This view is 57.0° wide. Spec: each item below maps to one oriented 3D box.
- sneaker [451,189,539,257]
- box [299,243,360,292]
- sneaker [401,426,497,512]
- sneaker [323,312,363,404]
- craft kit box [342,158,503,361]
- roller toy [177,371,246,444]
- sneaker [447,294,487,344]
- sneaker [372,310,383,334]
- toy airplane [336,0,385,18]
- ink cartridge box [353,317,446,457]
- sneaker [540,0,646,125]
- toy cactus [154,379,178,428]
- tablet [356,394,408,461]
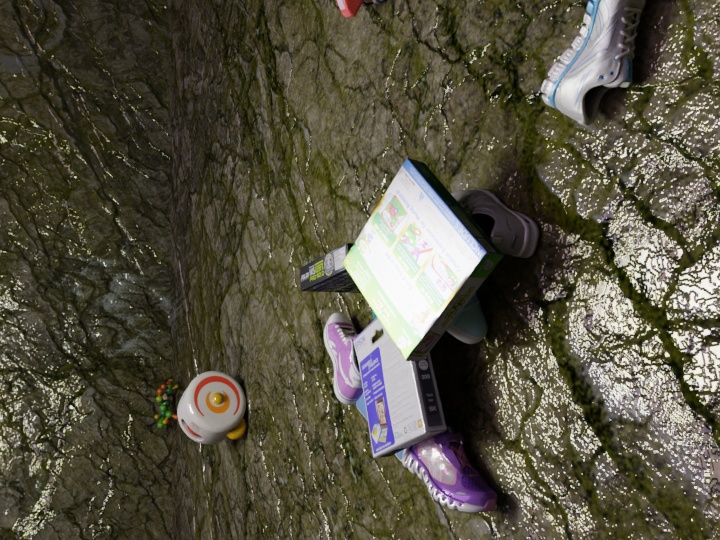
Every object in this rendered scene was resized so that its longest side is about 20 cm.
[{"bbox_3d":[0.164,-0.076,0.947,0.199,0.080,0.076,31,113,58],"label":"sneaker"},{"bbox_3d":[0.000,0.000,1.171,0.199,0.157,0.045,-24,68,60],"label":"box"},{"bbox_3d":[0.132,0.283,0.983,0.199,0.079,0.090,25,101,61],"label":"sneaker"},{"bbox_3d":[-0.014,0.138,1.262,0.203,0.071,0.115,-106,30,-42],"label":"sneaker"},{"bbox_3d":[0.077,-0.015,0.930,0.199,0.048,0.201,-54,51,26],"label":"craft kit box"},{"bbox_3d":[-0.427,0.396,1.915,0.140,0.179,0.204,-49,45,47],"label":"roller toy"},{"bbox_3d":[0.130,0.009,0.959,0.202,0.073,0.082,59,151,8],"label":"sneaker"},{"bbox_3d":[0.076,0.061,1.091,0.202,0.082,0.122,107,145,-46],"label":"sneaker"},{"bbox_3d":[-0.011,-0.625,1.277,0.200,0.138,0.203,-49,45,49],"label":"toy airplane"},{"bbox_3d":[0.054,0.172,1.036,0.198,0.042,0.204,131,132,-58],"label":"ink cartridge box"},{"bbox_3d":[0.291,-0.258,0.757,0.087,0.074,0.202,56,140,34],"label":"sneaker"},{"bbox_3d":[-0.778,0.530,2.690,0.165,0.100,0.205,-144,57,-79],"label":"toy cactus"},{"bbox_3d":[0.047,0.239,1.210,0.200,0.013,0.133,38,121,58],"label":"tablet"}]
